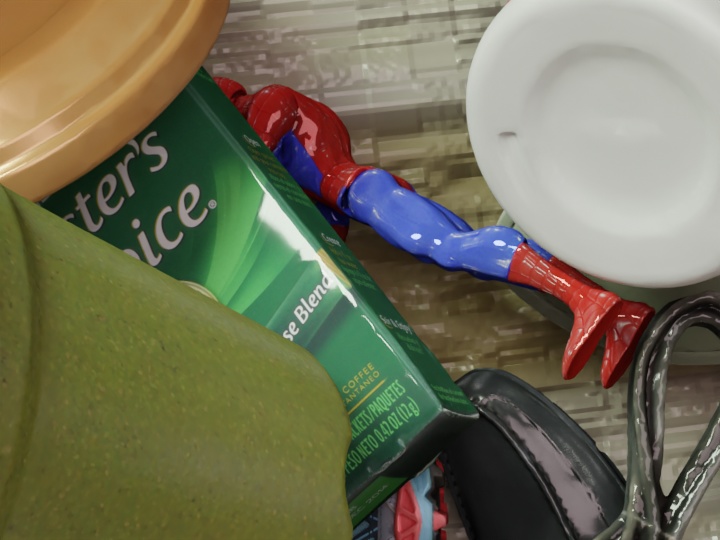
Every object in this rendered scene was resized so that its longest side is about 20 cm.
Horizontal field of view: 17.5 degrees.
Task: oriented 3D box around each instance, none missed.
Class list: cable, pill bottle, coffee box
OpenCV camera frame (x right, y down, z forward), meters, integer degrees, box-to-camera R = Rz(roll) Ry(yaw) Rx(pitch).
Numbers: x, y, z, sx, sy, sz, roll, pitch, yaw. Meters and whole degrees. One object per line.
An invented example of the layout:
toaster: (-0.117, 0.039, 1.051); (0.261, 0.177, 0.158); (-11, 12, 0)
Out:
cable: (0.096, 0.106, 0.822); (0.097, 0.050, 0.201); (34, 87, 5)
pill bottle: (0.129, -0.092, 0.856); (0.119, 0.120, 0.200); (41, 41, 0)
coffee box: (-0.064, 0.015, 0.845); (0.123, 0.044, 0.200); (-42, 71, 13)

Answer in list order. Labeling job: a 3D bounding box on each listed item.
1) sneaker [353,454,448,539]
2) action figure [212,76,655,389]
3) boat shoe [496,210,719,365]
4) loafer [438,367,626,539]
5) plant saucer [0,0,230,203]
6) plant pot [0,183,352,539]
sneaker: (-0.017, 0.126, 0.862); (0.095, 0.079, 0.201); (3, 81, -4)
action figure: (0.000, 0.000, 0.879); (0.200, 0.065, 0.099); (36, 97, 25)
boat shoe: (0.149, -0.004, 0.913); (0.200, 0.061, 0.072); (10, 117, -3)
loafer: (0.080, 0.131, 0.872); (0.070, 0.068, 0.201); (-28, 89, -36)
plant saucer: (-0.143, -0.083, 0.829); (0.200, 0.200, 0.038); (-32, 127, -10)
plant pot: (-0.108, 0.061, 0.717); (0.184, 0.200, 0.202); (21, 77, -39)
